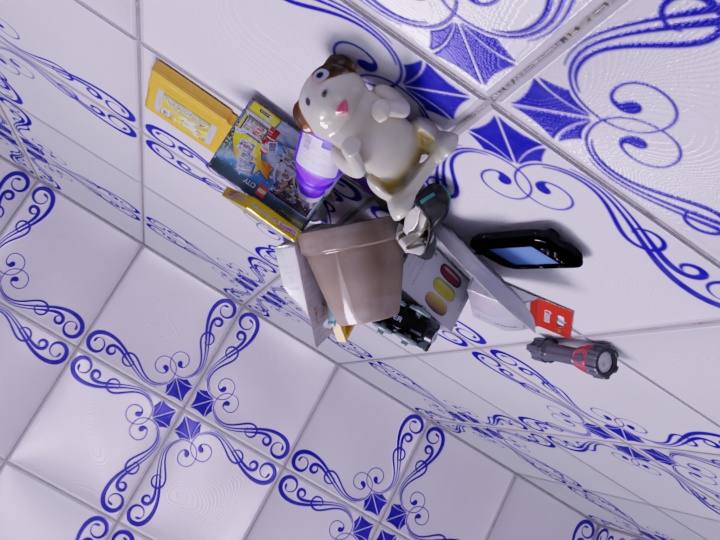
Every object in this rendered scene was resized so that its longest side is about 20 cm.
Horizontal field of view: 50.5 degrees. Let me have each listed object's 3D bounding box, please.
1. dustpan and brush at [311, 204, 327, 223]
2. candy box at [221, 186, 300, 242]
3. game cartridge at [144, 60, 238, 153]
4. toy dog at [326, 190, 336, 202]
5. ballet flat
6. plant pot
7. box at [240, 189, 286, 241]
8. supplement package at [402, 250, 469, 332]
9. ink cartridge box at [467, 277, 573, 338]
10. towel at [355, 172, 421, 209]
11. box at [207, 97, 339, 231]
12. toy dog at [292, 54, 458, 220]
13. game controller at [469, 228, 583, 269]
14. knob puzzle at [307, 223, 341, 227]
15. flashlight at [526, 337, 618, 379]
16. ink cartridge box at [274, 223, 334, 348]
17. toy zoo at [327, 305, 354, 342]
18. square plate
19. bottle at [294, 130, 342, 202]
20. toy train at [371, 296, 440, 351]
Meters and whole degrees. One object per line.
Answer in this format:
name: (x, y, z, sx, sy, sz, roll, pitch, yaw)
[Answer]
dustpan and brush: (-0.112, -0.116, 1.540, 0.138, 0.058, 0.200, 14, 170, -21)
candy box: (-0.176, -0.100, 1.324, 0.102, 0.027, 0.200, 33, 178, -25)
game cartridge: (-0.328, -0.306, 1.461, 0.175, 0.033, 0.200, 33, 166, -12)
toy dog: (-0.123, -0.158, 1.425, 0.131, 0.097, 0.200, 28, 165, 9)
ballet flat: (0.095, -0.073, 1.265, 0.068, 0.068, 0.201, 54, 158, 24)
plant pot: (0.000, 0.000, 1.364, 0.197, 0.176, 0.200, -12, -176, 1)
box: (-0.183, -0.132, 1.458, 0.121, 0.032, 0.200, 43, 169, 12)
supplement package: (0.115, 0.020, 1.521, 0.109, 0.115, 0.200, 12, 158, 50)
ink cartridge box: (0.310, 0.086, 1.497, 0.198, 0.057, 0.163, 29, 166, 22)
towel: (0.037, -0.158, 1.274, 0.143, 0.023, 0.200, 15, 159, 43)
box: (-0.142, -0.180, 1.311, 0.199, 0.137, 0.038, 35, -172, -16)
toy dog: (0.009, -0.200, 1.030, 0.199, 0.140, 0.195, 34, -159, -22)
game controller: (0.263, -0.030, 1.223, 0.104, 0.042, 0.199, 36, 164, -22)
knob puzzle: (-0.023, -0.073, 1.602, 0.216, 0.031, 0.220, 11, 167, 3)
flashlight: (0.426, 0.170, 1.533, 0.068, 0.068, 0.199, 59, 160, -15)
ink cartridge box: (-0.092, 0.026, 1.465, 0.049, 0.203, 0.161, -3, -164, 22)
toy zoo: (-0.025, 0.048, 1.517, 0.020, 0.201, 0.133, 3, 126, 22)
square plate: (0.212, 0.002, 1.320, 0.199, 0.028, 0.199, 39, -170, -30)
bottle: (-0.062, -0.181, 1.211, 0.083, 0.066, 0.201, 24, 149, 0)
toy train: (0.064, 0.090, 1.473, 0.198, 0.086, 0.114, 26, 175, 19)
